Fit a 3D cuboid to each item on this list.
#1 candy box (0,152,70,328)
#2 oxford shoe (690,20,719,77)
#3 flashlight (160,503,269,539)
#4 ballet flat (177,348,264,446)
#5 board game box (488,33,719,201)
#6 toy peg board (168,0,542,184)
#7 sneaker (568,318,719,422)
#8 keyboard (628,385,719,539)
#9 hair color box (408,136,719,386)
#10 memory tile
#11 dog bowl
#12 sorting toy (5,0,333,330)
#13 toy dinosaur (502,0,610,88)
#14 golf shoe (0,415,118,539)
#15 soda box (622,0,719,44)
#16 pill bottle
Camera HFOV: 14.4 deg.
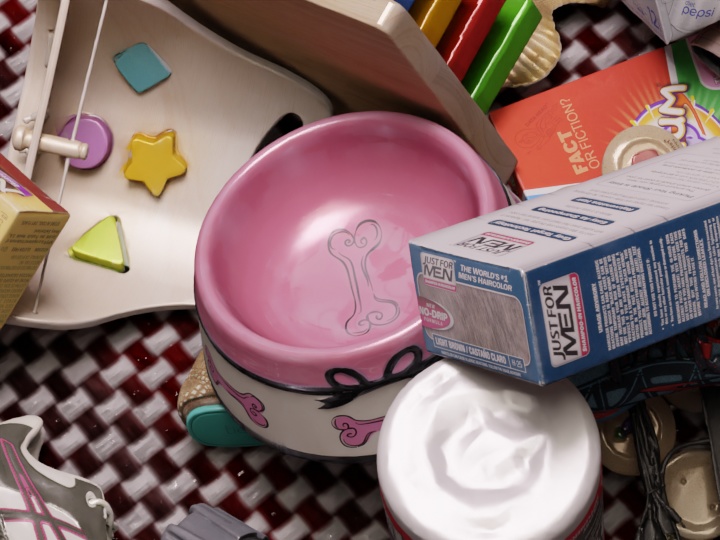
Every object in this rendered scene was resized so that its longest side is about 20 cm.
[{"bbox_3d":[-0.259,0.014,1.560,0.117,0.056,0.201,41,107,22],"label":"candy box"},{"bbox_3d":[0.249,-0.067,1.562,0.073,0.071,0.201,-27,56,2],"label":"oxford shoe"},{"bbox_3d":[-0.020,0.188,1.478,0.199,0.068,0.068,30,39,26],"label":"flashlight"},{"bbox_3d":[-0.001,0.060,1.564,0.198,0.071,0.066,3,54,4],"label":"ballet flat"},{"bbox_3d":[0.192,-0.054,1.615,0.199,0.040,0.154,-21,64,-5],"label":"board game box"},{"bbox_3d":[-0.009,-0.159,1.570,0.199,0.199,0.098,23,78,29],"label":"toy peg board"},{"bbox_3d":[0.165,0.025,1.460,0.199,0.096,0.080,-10,80,-20],"label":"sneaker"},{"bbox_3d":[0.197,0.090,1.522,0.126,0.021,0.201,-7,79,-9],"label":"keyboard"},{"bbox_3d":[0.134,-0.008,1.390,0.199,0.061,0.100,-18,17,-29],"label":"hair color box"},{"bbox_3d":[0.168,0.033,1.549,0.153,0.017,0.200,-41,84,-7],"label":"memory tile"},{"bbox_3d":[0.000,0.000,1.515,0.199,0.074,0.201,-10,51,12],"label":"dog bowl"},{"bbox_3d":[-0.113,-0.058,1.610,0.179,0.107,0.201,14,97,-4],"label":"sorting toy"},{"bbox_3d":[0.064,-0.136,1.659,0.200,0.058,0.101,-42,68,-14],"label":"toy dinosaur"},{"bbox_3d":[-0.158,0.158,1.526,0.088,0.077,0.200,-35,66,-20],"label":"golf shoe"},{"bbox_3d":[0.157,-0.207,1.634,0.068,0.064,0.200,-24,34,-7],"label":"soda box"},{"bbox_3d":[0.069,0.129,1.447,0.110,0.200,0.111,-2,64,5],"label":"pill bottle"}]
